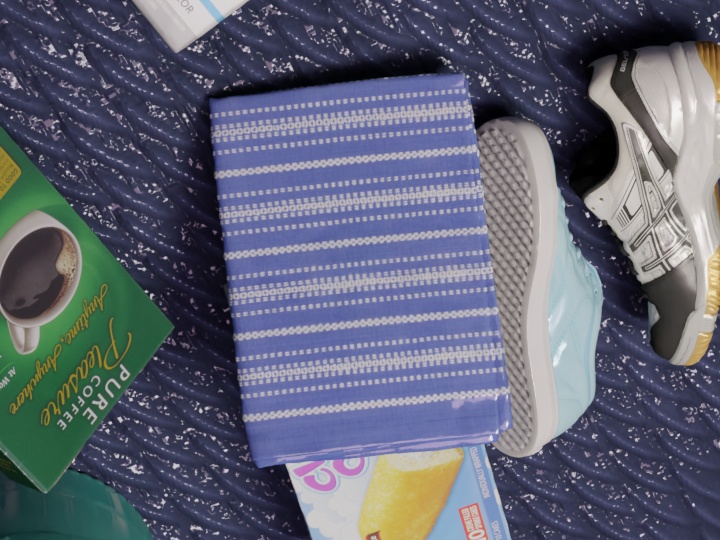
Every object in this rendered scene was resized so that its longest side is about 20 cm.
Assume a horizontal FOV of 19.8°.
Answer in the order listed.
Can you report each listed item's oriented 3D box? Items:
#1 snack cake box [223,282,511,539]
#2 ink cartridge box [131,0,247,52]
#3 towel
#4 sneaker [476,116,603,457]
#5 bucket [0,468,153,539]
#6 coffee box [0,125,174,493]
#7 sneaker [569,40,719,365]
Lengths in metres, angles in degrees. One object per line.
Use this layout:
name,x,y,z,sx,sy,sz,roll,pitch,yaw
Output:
snack cake box,0.005,0.084,1.191,0.114,0.067,0.201,-20,123,-2
ink cartridge box,-0.046,-0.210,1.001,0.199,0.059,0.104,-35,122,8
towel,0.000,0.000,1.103,0.144,0.024,0.202,-7,90,-1
sneaker,0.100,0.001,1.175,0.082,0.074,0.201,-26,124,-41
bucket,-0.196,0.221,1.185,0.206,0.135,0.208,-6,121,-10
coffee box,-0.196,0.008,1.074,0.200,0.044,0.123,51,63,-33
sneaker,0.161,-0.038,1.163,0.087,0.076,0.201,-1,119,5
